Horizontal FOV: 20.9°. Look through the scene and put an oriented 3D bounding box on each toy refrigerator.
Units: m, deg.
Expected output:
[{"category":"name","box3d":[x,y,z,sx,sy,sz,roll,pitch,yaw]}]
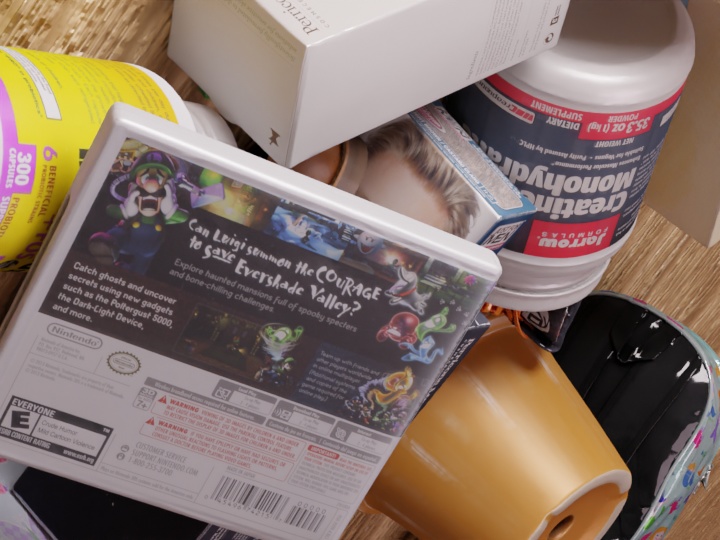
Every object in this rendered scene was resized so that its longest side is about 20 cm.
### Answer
[{"category":"toy refrigerator","box3d":[0.244,-0.116,1.283,0.076,0.070,0.201,-37,153,-28]}]

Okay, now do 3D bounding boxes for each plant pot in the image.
[{"category":"plant pot","box3d":[0.090,0.129,1.408,0.200,0.183,0.201,-34,150,-23]}]

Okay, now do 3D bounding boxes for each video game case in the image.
[{"category":"video game case","box3d":[-0.062,0.035,0.905,0.199,0.023,0.182,21,114,-22]}]

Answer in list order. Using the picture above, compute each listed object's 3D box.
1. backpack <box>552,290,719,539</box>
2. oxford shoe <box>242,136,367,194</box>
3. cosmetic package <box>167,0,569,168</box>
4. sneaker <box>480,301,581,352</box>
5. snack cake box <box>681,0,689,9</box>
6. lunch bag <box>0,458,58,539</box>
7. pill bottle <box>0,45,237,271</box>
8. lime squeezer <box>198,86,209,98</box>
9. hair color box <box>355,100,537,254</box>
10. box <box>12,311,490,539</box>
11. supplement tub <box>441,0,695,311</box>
[{"category":"backpack","box3d":[0.201,0.123,1.568,0.201,0.177,0.150,-62,153,7]},{"category":"oxford shoe","box3d":[-0.083,-0.014,1.129,0.071,0.071,0.200,26,111,-30]},{"category":"cosmetic package","box3d":[0.009,-0.144,1.019,0.199,0.108,0.085,-27,147,-35]},{"category":"sneaker","box3d":[0.085,0.007,1.317,0.199,0.112,0.078,-20,142,-41]},{"category":"snack cake box","box3d":[0.232,-0.201,1.297,0.200,0.067,0.115,-50,151,8]},{"category":"lunch bag","box3d":[-0.197,0.179,1.056,0.127,0.200,0.169,-51,153,9]},{"category":"pill bottle","box3d":[-0.146,-0.051,0.926,0.200,0.104,0.105,0,128,-54]},{"category":"lime squeezer","box3d":[-0.006,-0.130,1.106,0.070,0.038,0.199,-27,169,39]},{"category":"hair color box","box3d":[0.000,0.000,1.164,0.200,0.100,0.060,-48,164,23]},{"category":"box","box3d":[-0.056,0.073,1.058,0.200,0.104,0.182,-51,161,18]},{"category":"supplement tub","box3d":[0.117,-0.086,1.208,0.140,0.140,0.201,-27,146,-33]}]
